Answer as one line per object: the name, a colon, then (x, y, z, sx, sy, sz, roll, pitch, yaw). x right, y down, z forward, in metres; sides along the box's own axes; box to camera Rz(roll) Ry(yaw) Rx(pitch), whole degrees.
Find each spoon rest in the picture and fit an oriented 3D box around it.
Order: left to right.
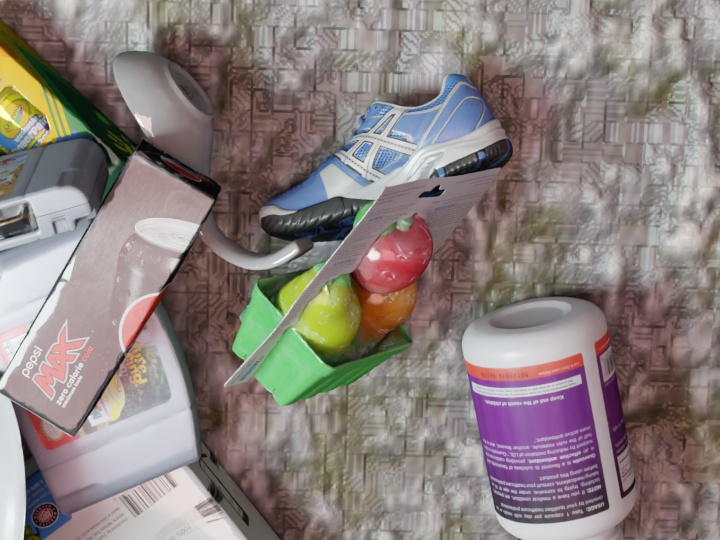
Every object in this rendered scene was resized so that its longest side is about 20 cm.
spoon rest: (-0.118, -0.078, 1.427, 0.061, 0.099, 0.200, -39, 84, 15)

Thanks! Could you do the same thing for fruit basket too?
fruit basket: (0.000, 0.000, 1.412, 0.094, 0.185, 0.201, 42, 116, 19)

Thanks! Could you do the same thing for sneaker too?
sneaker: (0.013, -0.080, 1.466, 0.199, 0.076, 0.077, -23, 77, 8)

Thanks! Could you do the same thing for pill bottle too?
pill bottle: (0.148, 0.129, 1.487, 0.112, 0.113, 0.201, -11, 104, 3)

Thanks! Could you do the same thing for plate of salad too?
plate of salad: (-0.278, 0.170, 1.437, 0.048, 0.200, 0.202, 3, 107, -32)

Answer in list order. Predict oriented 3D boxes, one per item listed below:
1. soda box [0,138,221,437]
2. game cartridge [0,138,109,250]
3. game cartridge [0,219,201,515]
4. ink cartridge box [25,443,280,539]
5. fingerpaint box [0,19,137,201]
soda box: (-0.177, 0.012, 1.372, 0.070, 0.063, 0.201, 31, 100, -5)
game cartridge: (-0.277, -0.041, 1.357, 0.199, 0.133, 0.042, -16, 113, 3)
game cartridge: (-0.200, 0.067, 1.432, 0.132, 0.041, 0.201, -24, 100, 1)
ink cartridge box: (-0.166, 0.207, 1.521, 0.146, 0.084, 0.200, -36, 101, 8)
fingerpaint box: (-0.290, -0.066, 1.458, 0.167, 0.073, 0.200, 43, 100, -10)
